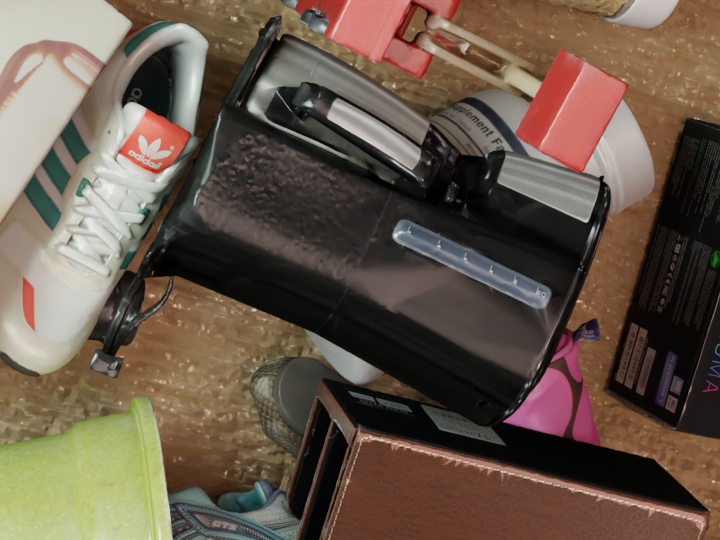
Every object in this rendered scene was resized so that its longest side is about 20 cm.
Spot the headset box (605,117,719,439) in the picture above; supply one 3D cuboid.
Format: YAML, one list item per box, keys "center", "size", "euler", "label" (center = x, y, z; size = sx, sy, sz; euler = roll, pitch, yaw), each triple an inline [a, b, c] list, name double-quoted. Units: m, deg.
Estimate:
- center: [0.271, 0.020, 1.536]
  size: [0.200, 0.093, 0.174]
  euler: [13, 98, -25]
  label: "headset box"

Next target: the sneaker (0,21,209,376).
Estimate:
- center: [-0.132, -0.044, 1.321]
  size: [0.070, 0.093, 0.200]
  euler: [32, 63, -21]
  label: "sneaker"

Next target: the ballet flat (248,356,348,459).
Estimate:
- center: [0.007, 0.115, 1.482]
  size: [0.200, 0.046, 0.067]
  euler: [40, 55, -30]
  label: "ballet flat"

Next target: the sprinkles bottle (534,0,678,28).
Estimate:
- center: [0.080, -0.183, 1.424]
  size: [0.200, 0.068, 0.068]
  euler: [9, 99, -23]
  label: "sprinkles bottle"

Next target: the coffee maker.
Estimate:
- center: [0.000, 0.000, 1.302]
  size: [0.200, 0.135, 0.192]
  euler: [27, 101, -3]
  label: "coffee maker"

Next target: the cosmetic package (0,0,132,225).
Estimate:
- center: [-0.209, -0.059, 1.279]
  size: [0.087, 0.103, 0.200]
  euler: [36, 69, -15]
  label: "cosmetic package"

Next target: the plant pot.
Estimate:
- center: [-0.195, 0.168, 1.344]
  size: [0.184, 0.200, 0.200]
  euler: [-2, 104, -9]
  label: "plant pot"

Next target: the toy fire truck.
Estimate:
- center: [0.043, -0.113, 1.289]
  size: [0.141, 0.200, 0.049]
  euler: [26, 97, -15]
  label: "toy fire truck"

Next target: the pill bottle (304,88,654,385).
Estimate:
- center: [0.056, -0.031, 1.426]
  size: [0.200, 0.111, 0.111]
  euler: [-29, 112, -13]
  label: "pill bottle"

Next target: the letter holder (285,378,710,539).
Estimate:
- center: [0.061, 0.158, 1.391]
  size: [0.200, 0.101, 0.142]
  euler: [14, 99, -15]
  label: "letter holder"

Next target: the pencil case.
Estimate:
- center: [0.110, 0.130, 1.495]
  size: [0.091, 0.094, 0.200]
  euler: [-8, 105, 15]
  label: "pencil case"

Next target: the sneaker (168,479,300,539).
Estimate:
- center: [-0.036, 0.157, 1.442]
  size: [0.078, 0.086, 0.200]
  euler: [-32, 153, 29]
  label: "sneaker"

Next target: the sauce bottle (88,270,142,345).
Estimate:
- center: [-0.213, 0.010, 1.353]
  size: [0.200, 0.066, 0.066]
  euler: [3, 101, -23]
  label: "sauce bottle"
